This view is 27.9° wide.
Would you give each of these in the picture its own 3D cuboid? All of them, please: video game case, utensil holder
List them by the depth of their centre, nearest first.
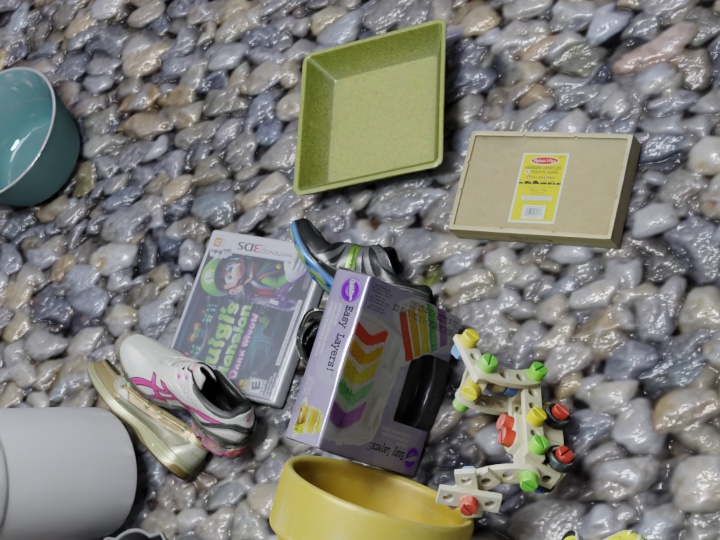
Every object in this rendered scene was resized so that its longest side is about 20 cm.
[{"bbox_3d":[-0.385,0.240,1.671,0.170,0.200,0.170,-4,85,42],"label":"utensil holder"},{"bbox_3d":[-0.138,0.054,1.743,0.182,0.023,0.200,9,73,34],"label":"video game case"}]

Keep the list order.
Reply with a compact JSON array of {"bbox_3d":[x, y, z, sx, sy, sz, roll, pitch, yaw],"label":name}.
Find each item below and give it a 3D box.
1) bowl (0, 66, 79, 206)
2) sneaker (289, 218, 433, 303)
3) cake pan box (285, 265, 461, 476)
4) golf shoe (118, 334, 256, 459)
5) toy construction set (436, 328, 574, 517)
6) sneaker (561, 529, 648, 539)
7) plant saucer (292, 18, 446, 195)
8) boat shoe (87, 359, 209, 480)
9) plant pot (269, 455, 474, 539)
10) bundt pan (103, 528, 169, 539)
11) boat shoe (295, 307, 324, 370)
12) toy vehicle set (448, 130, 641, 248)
[{"bbox_3d":[-0.468,-0.168,1.997,0.201,0.105,0.201,-13,62,25],"label":"bowl"},{"bbox_3d":[0.000,0.000,1.654,0.200,0.071,0.083,35,76,25],"label":"sneaker"},{"bbox_3d":[0.019,0.111,1.510,0.052,0.200,0.184,15,82,36],"label":"cake pan box"},{"bbox_3d":[-0.197,0.126,1.674,0.200,0.092,0.073,35,45,19],"label":"golf shoe"},{"bbox_3d":[0.142,0.160,1.451,0.092,0.131,0.200,-52,20,48],"label":"toy construction set"},{"bbox_3d":[0.267,0.282,1.358,0.200,0.075,0.076,-3,67,29],"label":"sneaker"},{"bbox_3d":[0.021,-0.186,1.742,0.200,0.048,0.200,-10,63,28],"label":"plant saucer"},{"bbox_3d":[-0.252,0.166,1.734,0.063,0.073,0.201,-46,55,-4],"label":"boat shoe"},{"bbox_3d":[-0.007,0.307,1.452,0.201,0.201,0.189,22,96,37],"label":"plant pot"},{"bbox_3d":[-0.240,0.394,1.614,0.202,0.076,0.202,-13,62,27],"label":"bundt pan"},{"bbox_3d":[-0.038,0.081,1.596,0.069,0.057,0.200,-16,24,-2],"label":"boat shoe"},{"bbox_3d":[0.202,-0.092,1.601,0.200,0.027,0.124,5,71,33],"label":"toy vehicle set"}]
